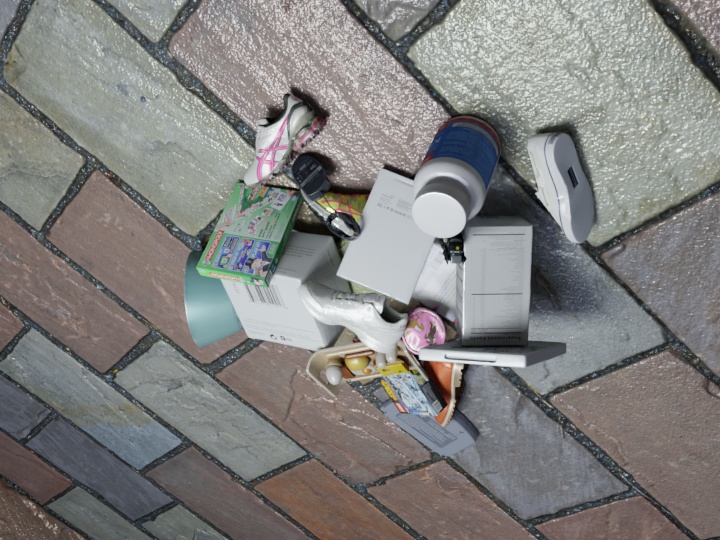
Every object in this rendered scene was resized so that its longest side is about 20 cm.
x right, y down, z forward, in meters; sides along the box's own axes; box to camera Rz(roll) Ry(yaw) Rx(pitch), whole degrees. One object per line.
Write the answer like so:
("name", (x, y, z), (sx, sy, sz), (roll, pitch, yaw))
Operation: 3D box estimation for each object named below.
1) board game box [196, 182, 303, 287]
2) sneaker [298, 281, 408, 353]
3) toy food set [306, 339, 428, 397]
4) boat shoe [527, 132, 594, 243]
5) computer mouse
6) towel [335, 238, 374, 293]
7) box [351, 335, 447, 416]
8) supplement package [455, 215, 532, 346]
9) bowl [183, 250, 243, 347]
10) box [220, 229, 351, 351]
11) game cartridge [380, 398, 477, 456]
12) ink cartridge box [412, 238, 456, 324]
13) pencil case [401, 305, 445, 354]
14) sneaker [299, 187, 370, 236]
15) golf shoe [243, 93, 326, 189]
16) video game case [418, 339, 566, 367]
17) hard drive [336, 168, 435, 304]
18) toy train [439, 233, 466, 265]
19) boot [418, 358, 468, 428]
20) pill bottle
("board game box", (-0.198, -0.069, 1.367), (0.134, 0.200, 0.029), (10, 149, 17))
("sneaker", (-0.009, 0.060, 1.296), (0.200, 0.075, 0.100), (28, 125, -5))
("toy food set", (0.016, 0.192, 1.415), (0.200, 0.061, 0.144), (-12, 147, 18))
("boat shoe", (0.313, -0.130, 1.188), (0.070, 0.071, 0.200), (17, 145, 49))
("computer mouse", (-0.057, -0.126, 1.307), (0.059, 0.034, 0.200), (-40, 66, 13))
("towel", (0.000, 0.000, 1.454), (0.148, 0.037, 0.200), (37, 134, -11))
("box", (0.079, 0.208, 1.542), (0.200, 0.040, 0.137), (57, 150, -12))
("supplement package", (0.218, 0.015, 1.248), (0.114, 0.110, 0.200), (0, 103, 1))
("bowl", (-0.284, 0.054, 1.541), (0.105, 0.201, 0.201), (-5, 129, 2))
("box", (-0.138, 0.035, 1.443), (0.199, 0.131, 0.200), (9, 136, 29))
("game cartridge", (0.158, 0.337, 1.683), (0.200, 0.040, 0.133), (37, 137, -11))
("ink cartridge box", (0.167, 0.019, 1.353), (0.200, 0.067, 0.116), (32, 115, -5))
("pencil case", (0.118, 0.112, 1.396), (0.086, 0.083, 0.200), (33, 180, 7))
("sneaker", (-0.021, -0.109, 1.351), (0.200, 0.090, 0.078), (35, 176, 14))
("golf shoe", (-0.148, -0.223, 1.303), (0.092, 0.073, 0.200), (44, 123, -8))
("video game case", (0.223, 0.134, 1.244), (0.182, 0.200, 0.024), (0, 90, 33))
("hard drive", (0.058, -0.059, 1.281), (0.132, 0.200, 0.027), (22, 173, 5))
("toy train", (0.142, -0.056, 1.178), (0.034, 0.200, 0.046), (1, 107, 1))
("boot", (0.163, 0.240, 1.572), (0.107, 0.075, 0.200), (14, 123, 17))
("pill bottle", (0.144, -0.143, 1.149), (0.112, 0.200, 0.112), (12, 132, 14))
